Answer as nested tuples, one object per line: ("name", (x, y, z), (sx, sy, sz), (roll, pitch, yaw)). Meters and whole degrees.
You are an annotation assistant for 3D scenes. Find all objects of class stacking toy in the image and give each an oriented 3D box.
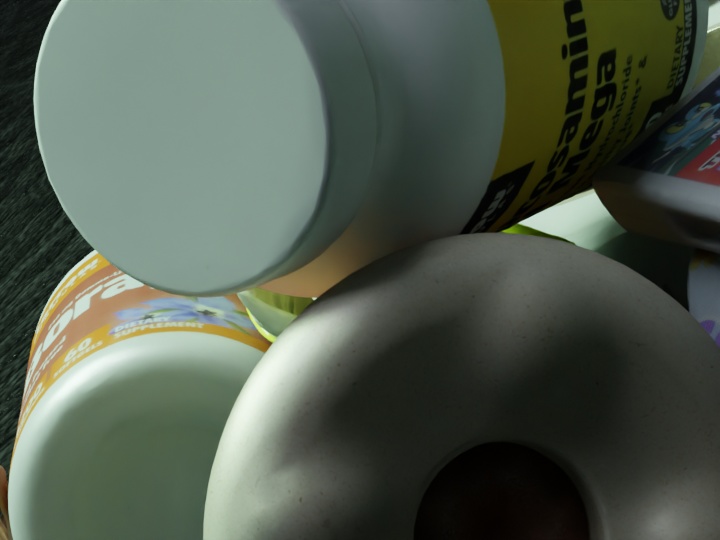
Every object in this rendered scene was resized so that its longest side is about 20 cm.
("stacking toy", (0.011, 0.069, 0.752), (0.146, 0.146, 0.200), (-40, 8, -15))

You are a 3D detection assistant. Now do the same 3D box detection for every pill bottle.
("pill bottle", (0.005, -0.057, 0.744), (0.112, 0.113, 0.200), (-26, 0, 33))
("pill bottle", (-0.064, 0.049, 0.996), (0.112, 0.112, 0.200), (-34, 15, 6))

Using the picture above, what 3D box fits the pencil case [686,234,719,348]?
("pencil case", (0.177, -0.008, 0.699), (0.199, 0.083, 0.091), (-26, -1, 32))

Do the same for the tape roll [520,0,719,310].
("tape roll", (0.113, -0.026, 0.916), (0.202, 0.071, 0.203), (-33, 16, 10))

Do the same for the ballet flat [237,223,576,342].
("ballet flat", (0.000, 0.000, 0.852), (0.067, 0.067, 0.200), (6, 5, -30))

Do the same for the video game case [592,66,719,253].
("video game case", (0.168, -0.069, 0.700), (0.200, 0.023, 0.182), (-41, 16, -9))

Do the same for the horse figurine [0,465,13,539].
("horse figurine", (-0.134, 0.137, 0.913), (0.050, 0.133, 0.200), (-22, 8, 23))
